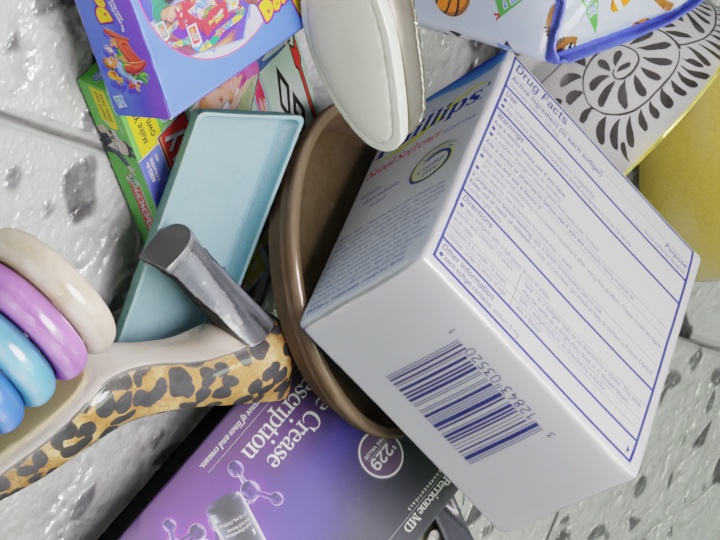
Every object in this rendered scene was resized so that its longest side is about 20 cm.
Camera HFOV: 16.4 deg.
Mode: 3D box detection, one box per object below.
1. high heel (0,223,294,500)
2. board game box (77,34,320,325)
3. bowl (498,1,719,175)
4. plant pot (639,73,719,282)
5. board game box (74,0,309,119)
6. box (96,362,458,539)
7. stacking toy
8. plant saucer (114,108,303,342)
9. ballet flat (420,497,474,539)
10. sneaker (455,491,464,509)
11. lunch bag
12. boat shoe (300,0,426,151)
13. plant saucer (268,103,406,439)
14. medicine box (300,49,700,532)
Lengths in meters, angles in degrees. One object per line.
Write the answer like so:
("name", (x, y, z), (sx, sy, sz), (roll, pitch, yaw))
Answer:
("high heel", (-0.125, 0.086, 1.382), (0.200, 0.071, 0.143), (-46, 133, -7))
("board game box", (-0.080, -0.076, 1.417), (0.135, 0.029, 0.200), (-50, 144, -26))
("bowl", (0.145, -0.126, 1.623), (0.201, 0.094, 0.201), (-46, -170, 10))
("plant pot", (0.283, -0.100, 1.815), (0.200, 0.200, 0.142), (-36, 113, -39))
("board game box", (-0.068, -0.185, 1.314), (0.200, 0.045, 0.135), (-38, 122, -37))
("box", (-0.057, 0.156, 1.485), (0.200, 0.141, 0.079), (-50, -171, -25))
("stacking toy", (-0.219, 0.074, 1.273), (0.200, 0.085, 0.085), (-48, 144, -17))
("plant saucer", (-0.094, -0.006, 1.396), (0.070, 0.019, 0.200), (0, 124, -36))
("ballet flat", (0.026, 0.150, 1.592), (0.073, 0.200, 0.073), (-25, 170, -5))
("sneaker", (0.045, 0.114, 1.697), (0.200, 0.077, 0.085), (-42, 131, -45))
("lunch bag", (0.111, -0.208, 1.483), (0.200, 0.170, 0.124), (-18, 123, -48))
("boat shoe", (0.002, -0.163, 1.307), (0.060, 0.072, 0.202), (-30, 113, -35))
("plant saucer", (0.000, 0.000, 1.462), (0.200, 0.029, 0.201), (25, 62, -58))
("medicine box", (0.085, 0.010, 1.425), (0.182, 0.103, 0.200), (46, 39, -19))
